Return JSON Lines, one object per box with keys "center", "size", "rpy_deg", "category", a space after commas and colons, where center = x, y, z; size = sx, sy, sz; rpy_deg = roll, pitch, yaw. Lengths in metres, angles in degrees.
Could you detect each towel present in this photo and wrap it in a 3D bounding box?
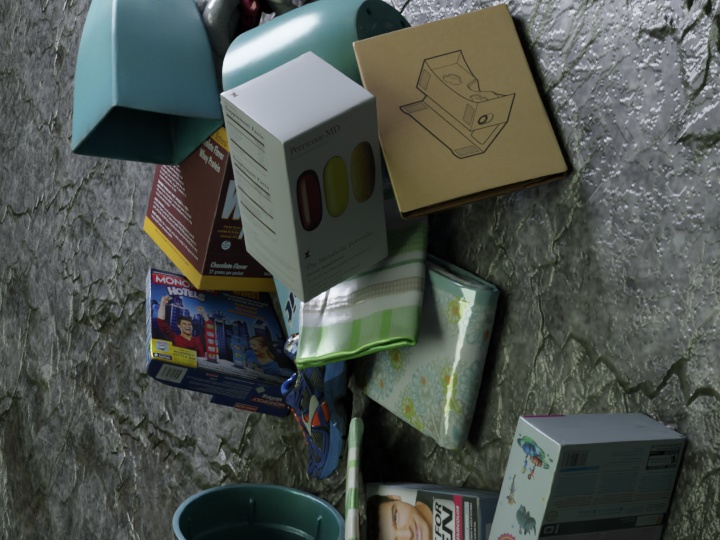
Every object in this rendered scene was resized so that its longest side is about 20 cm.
{"center": [-0.004, 0.274, 1.470], "size": [0.153, 0.023, 0.201], "rpy_deg": [94, 177, -71], "category": "towel"}
{"center": [0.067, 0.073, 1.436], "size": [0.200, 0.048, 0.172], "rpy_deg": [29, 114, 55], "category": "towel"}
{"center": [0.000, 0.000, 1.423], "size": [0.149, 0.031, 0.201], "rpy_deg": [-16, 50, 28], "category": "towel"}

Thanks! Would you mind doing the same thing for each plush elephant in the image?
{"center": [-0.135, -0.341, 1.711], "size": [0.154, 0.165, 0.201], "rpy_deg": [-18, 107, 19], "category": "plush elephant"}

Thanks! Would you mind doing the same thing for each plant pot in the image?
{"center": [-0.123, 0.381, 1.593], "size": [0.200, 0.199, 0.197], "rpy_deg": [33, 124, 54], "category": "plant pot"}
{"center": [-0.265, -0.252, 1.650], "size": [0.141, 0.141, 0.201], "rpy_deg": [-32, 60, 53], "category": "plant pot"}
{"center": [-0.022, -0.200, 1.468], "size": [0.160, 0.200, 0.202], "rpy_deg": [-24, 67, 36], "category": "plant pot"}

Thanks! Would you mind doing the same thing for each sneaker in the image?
{"center": [-0.049, 0.144, 1.517], "size": [0.075, 0.078, 0.201], "rpy_deg": [-70, -15, -62], "category": "sneaker"}

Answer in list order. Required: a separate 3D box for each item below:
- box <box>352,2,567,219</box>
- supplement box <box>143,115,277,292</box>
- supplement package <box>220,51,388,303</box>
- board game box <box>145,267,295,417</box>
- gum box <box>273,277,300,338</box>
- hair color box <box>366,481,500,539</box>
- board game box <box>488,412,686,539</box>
{"center": [0.093, -0.157, 1.322], "size": [0.021, 0.163, 0.201], "rpy_deg": [76, 179, -64], "category": "box"}
{"center": [-0.163, -0.104, 1.731], "size": [0.197, 0.132, 0.201], "rpy_deg": [40, 121, 52], "category": "supplement box"}
{"center": [-0.052, -0.091, 1.344], "size": [0.109, 0.113, 0.201], "rpy_deg": [40, 149, 38], "category": "supplement package"}
{"center": [-0.182, 0.073, 1.731], "size": [0.062, 0.199, 0.201], "rpy_deg": [-56, 29, 37], "category": "board game box"}
{"center": [-0.047, 0.008, 1.576], "size": [0.201, 0.044, 0.170], "rpy_deg": [-108, 30, -43], "category": "gum box"}
{"center": [0.082, 0.270, 1.380], "size": [0.200, 0.060, 0.100], "rpy_deg": [-8, 81, 58], "category": "hair color box"}
{"center": [0.181, 0.224, 1.146], "size": [0.064, 0.147, 0.201], "rpy_deg": [29, 111, 54], "category": "board game box"}
